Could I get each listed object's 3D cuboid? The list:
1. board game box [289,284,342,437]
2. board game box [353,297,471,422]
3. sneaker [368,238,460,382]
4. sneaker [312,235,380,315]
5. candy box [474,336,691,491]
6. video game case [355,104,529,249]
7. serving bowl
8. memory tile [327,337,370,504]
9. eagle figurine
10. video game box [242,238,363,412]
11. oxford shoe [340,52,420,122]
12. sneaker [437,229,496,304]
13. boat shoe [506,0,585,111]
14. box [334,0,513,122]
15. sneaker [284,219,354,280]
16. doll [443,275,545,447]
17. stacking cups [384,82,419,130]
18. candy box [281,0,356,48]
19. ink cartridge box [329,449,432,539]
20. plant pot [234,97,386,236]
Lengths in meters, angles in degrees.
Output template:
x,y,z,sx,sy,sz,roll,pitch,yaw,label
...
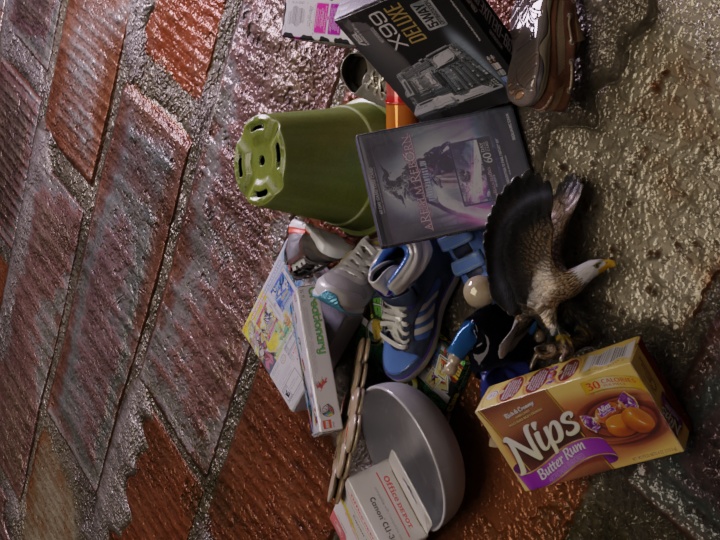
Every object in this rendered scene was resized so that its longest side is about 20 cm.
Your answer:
x,y,z,sx,sy,sz,roll,pitch,yaw,label
-0.064,0.130,1.360,0.126,0.034,0.202,124,136,-76,board game box
0.069,0.112,1.326,0.200,0.023,0.106,41,123,41,board game box
0.043,0.043,1.235,0.080,0.146,0.202,31,102,41,sneaker
0.000,0.000,1.274,0.076,0.200,0.081,27,113,14,sneaker
0.237,0.159,1.047,0.199,0.056,0.117,-25,104,36,candy box
0.105,-0.114,1.163,0.019,0.198,0.144,106,152,-75,video game case
0.078,0.233,1.263,0.200,0.065,0.201,46,147,41,serving bowl
-0.015,0.203,1.322,0.201,0.017,0.154,-83,6,-53,memory tile
0.207,-0.002,1.074,0.152,0.150,0.202,133,118,-77,eagle figurine
-0.095,0.084,1.497,0.183,0.047,0.201,51,127,32,video game box
0.041,-0.252,1.321,0.199,0.057,0.076,33,112,41,oxford shoe
0.133,-0.036,1.202,0.074,0.082,0.202,-27,73,45,sneaker
0.217,-0.271,1.108,0.076,0.071,0.202,-18,58,63,boat shoe
0.090,-0.268,1.143,0.157,0.200,0.050,-11,51,38,box
-0.065,-0.019,1.372,0.083,0.077,0.200,-68,15,0,sneaker
0.160,0.105,1.148,0.048,0.135,0.202,167,90,-74,doll
0.058,-0.164,1.280,0.060,0.060,0.202,16,111,48,stacking cups
0.006,-0.328,1.300,0.199,0.135,0.062,20,107,48,candy box
0.025,0.334,1.290,0.117,0.067,0.201,59,154,25,ink cartridge box
-0.067,-0.149,1.349,0.199,0.189,0.202,1,91,48,plant pot
